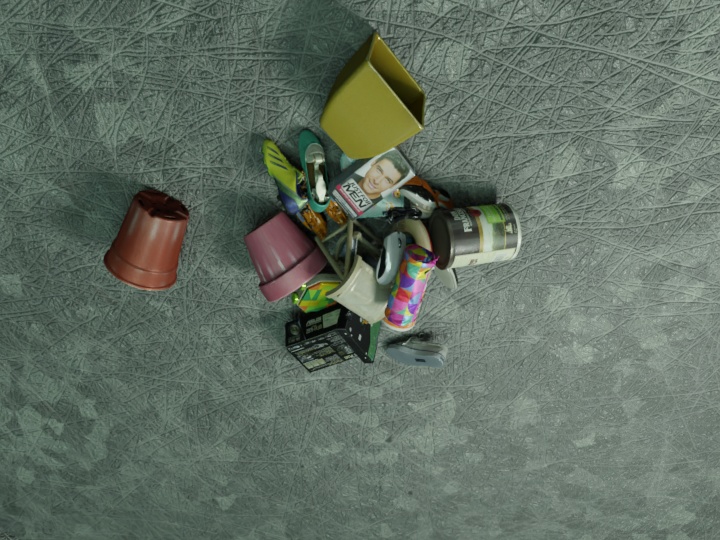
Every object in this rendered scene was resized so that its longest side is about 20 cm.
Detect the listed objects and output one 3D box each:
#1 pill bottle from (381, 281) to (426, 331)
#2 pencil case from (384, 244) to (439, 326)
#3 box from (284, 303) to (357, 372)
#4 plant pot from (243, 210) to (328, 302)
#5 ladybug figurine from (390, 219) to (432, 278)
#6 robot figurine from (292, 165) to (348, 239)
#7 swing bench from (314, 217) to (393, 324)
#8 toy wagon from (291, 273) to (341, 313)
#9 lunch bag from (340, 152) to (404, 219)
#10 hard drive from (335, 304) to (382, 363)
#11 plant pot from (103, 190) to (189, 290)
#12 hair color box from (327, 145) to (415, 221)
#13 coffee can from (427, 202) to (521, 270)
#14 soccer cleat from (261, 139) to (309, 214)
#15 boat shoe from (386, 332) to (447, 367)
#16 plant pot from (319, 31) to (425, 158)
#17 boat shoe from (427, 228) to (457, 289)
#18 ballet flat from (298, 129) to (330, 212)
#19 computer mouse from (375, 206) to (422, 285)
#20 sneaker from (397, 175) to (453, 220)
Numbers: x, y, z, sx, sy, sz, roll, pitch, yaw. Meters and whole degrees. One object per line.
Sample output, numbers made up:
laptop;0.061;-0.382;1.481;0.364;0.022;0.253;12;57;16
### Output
pill bottle;0.124;0.059;1.746;0.106;0.111;0.204;11;123;-4
pencil case;0.121;0.037;1.527;0.086;0.089;0.204;14;120;-7
box;-0.100;0.200;1.835;0.196;0.088;0.165;-20;138;15
plant pot;-0.211;-0.047;1.658;0.197;0.201;0.181;-29;102;20
ladybug figurine;0.136;-0.047;1.611;0.071;0.206;0.134;-1;175;-43
robot figurine;-0.123;-0.186;1.630;0.143;0.059;0.201;-30;117;17
swing bench;0.000;0.000;1.625;0.128;0.204;0.198;-31;141;22
toy wagon;-0.117;0.074;1.773;0.151;0.040;0.201;1;144;-26
lunch bag;0.028;-0.228;1.584;0.155;0.078;0.204;-5;122;6
hard drive;-0.001;0.154;1.765;0.037;0.143;0.201;-2;146;28
plant pot;-0.549;-0.088;1.647;0.197;0.202;0.198;23;113;-12
hair color box;0.026;-0.220;1.507;0.198;0.061;0.099;-34;115;22
coffee can;0.286;-0.088;1.588;0.194;0.147;0.150;-8;125;-16
soccer cleat;-0.184;-0.240;1.554;0.082;0.065;0.205;-25;78;14
boat shoe;0.173;0.230;1.879;0.198;0.087;0.075;1;135;38
plant pot;0.015;-0.376;1.431;0.198;0.198;0.194;-33;116;29
boat shoe;0.227;-0.038;1.708;0.073;0.060;0.202;9;137;52
ballet flat;-0.106;-0.247;1.542;0.066;0.070;0.206;-11;97;-25
computer mouse;0.090;-0.056;1.541;0.108;0.043;0.206;-4;112;-44
sneaker;0.150;-0.171;1.586;0.197;0.077;0.091;19;136;-43
